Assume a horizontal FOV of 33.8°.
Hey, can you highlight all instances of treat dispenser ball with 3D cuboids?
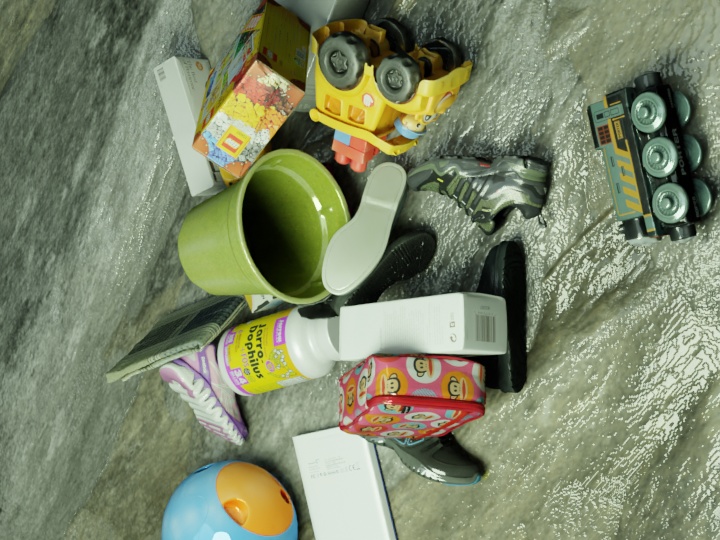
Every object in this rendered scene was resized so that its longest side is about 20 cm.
[{"bbox_3d":[-0.189,0.378,1.714,0.198,0.200,0.205,4,97,33],"label":"treat dispenser ball"}]

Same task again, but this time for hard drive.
[{"bbox_3d":[-0.021,0.327,1.701,0.130,0.025,0.204,-16,85,34],"label":"hard drive"}]

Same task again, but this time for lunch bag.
[{"bbox_3d":[0.072,0.159,1.480,0.200,0.173,0.083,135,137,-65],"label":"lunch bag"}]

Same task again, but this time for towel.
[{"bbox_3d":[-0.259,0.095,1.744,0.198,0.193,0.035,-21,108,31],"label":"towel"}]

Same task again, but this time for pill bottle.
[{"bbox_3d":[-0.102,0.110,1.688,0.198,0.104,0.106,-18,85,33],"label":"pill bottle"}]

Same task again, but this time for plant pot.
[{"bbox_3d":[-0.143,-0.043,1.592,0.183,0.199,0.204,-13,88,44],"label":"plant pot"}]

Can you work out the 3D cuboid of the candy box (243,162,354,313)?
[{"bbox_3d":[-0.101,-0.046,1.697,0.199,0.061,0.138,-34,77,32],"label":"candy box"}]

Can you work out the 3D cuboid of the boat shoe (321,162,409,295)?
[{"bbox_3d":[0.011,-0.046,1.566,0.072,0.062,0.202,20,68,15],"label":"boat shoe"}]

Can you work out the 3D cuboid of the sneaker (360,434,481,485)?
[{"bbox_3d":[0.081,0.222,1.596,0.198,0.073,0.083,27,100,25],"label":"sneaker"}]

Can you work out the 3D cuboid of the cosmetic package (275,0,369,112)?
[{"bbox_3d":[-0.071,-0.331,1.636,0.106,0.090,0.202,36,110,26],"label":"cosmetic package"}]

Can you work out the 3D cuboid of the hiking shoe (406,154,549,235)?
[{"bbox_3d":[0.146,-0.096,1.518,0.197,0.075,0.103,2,93,33],"label":"hiking shoe"}]

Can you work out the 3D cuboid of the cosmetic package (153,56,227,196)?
[{"bbox_3d":[-0.237,-0.214,1.761,0.050,0.082,0.203,-21,83,30],"label":"cosmetic package"}]

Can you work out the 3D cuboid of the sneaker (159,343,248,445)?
[{"bbox_3d":[-0.212,0.178,1.751,0.080,0.089,0.201,13,145,39],"label":"sneaker"}]

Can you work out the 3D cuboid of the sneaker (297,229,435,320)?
[{"bbox_3d":[0.002,0.002,1.606,0.199,0.060,0.104,-42,35,-9],"label":"sneaker"}]

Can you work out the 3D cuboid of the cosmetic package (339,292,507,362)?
[{"bbox_3d":[0.076,0.074,1.477,0.198,0.101,0.075,-6,80,40],"label":"cosmetic package"}]

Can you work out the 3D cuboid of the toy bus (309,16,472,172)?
[{"bbox_3d":[0.030,-0.218,1.561,0.198,0.135,0.195,24,120,27],"label":"toy bus"}]

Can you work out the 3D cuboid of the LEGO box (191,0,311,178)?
[{"bbox_3d":[-0.138,-0.239,1.525,0.077,0.201,0.149,32,119,-20],"label":"LEGO box"}]

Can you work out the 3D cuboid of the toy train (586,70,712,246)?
[{"bbox_3d":[0.337,-0.127,1.390,0.113,0.084,0.204,-14,89,46],"label":"toy train"}]

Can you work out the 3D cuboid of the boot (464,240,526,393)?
[{"bbox_3d":[0.129,0.060,1.543,0.166,0.076,0.204,3,102,30],"label":"boot"}]

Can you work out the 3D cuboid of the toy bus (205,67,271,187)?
[{"bbox_3d":[-0.172,-0.200,1.693,0.077,0.065,0.203,-13,61,9],"label":"toy bus"}]
